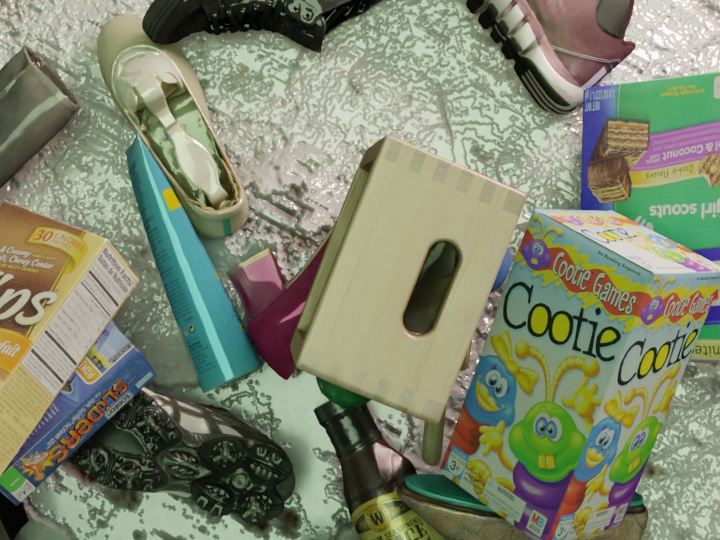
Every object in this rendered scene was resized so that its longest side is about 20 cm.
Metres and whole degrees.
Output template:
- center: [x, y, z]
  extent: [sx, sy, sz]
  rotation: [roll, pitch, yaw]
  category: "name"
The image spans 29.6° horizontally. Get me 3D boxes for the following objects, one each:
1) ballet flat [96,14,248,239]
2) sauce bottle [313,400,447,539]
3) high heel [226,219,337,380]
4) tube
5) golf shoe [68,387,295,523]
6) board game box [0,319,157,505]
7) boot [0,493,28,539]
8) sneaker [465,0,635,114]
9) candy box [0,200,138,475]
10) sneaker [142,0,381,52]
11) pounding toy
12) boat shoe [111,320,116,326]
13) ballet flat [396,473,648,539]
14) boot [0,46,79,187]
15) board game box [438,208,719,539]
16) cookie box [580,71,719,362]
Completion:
- center: [-0.147, -0.118, 1.059]
  extent: [0.069, 0.069, 0.201]
  rotation: [-32, 85, 2]
  category: "ballet flat"
- center: [0.025, 0.187, 1.031]
  extent: [0.065, 0.066, 0.202]
  rotation: [-29, 85, 2]
  category: "sauce bottle"
- center: [0.000, 0.000, 1.043]
  extent: [0.198, 0.067, 0.097]
  rotation: [-28, 90, 0]
  category: "high heel"
- center: [-0.139, -0.007, 1.053]
  extent: [0.050, 0.077, 0.202]
  rotation: [-23, 89, -23]
  category: "tube"
- center: [-0.143, 0.132, 1.030]
  extent: [0.198, 0.094, 0.079]
  rotation: [25, 95, 4]
  category: "golf shoe"
- center: [-0.255, 0.061, 1.007]
  extent: [0.135, 0.035, 0.200]
  rotation: [-42, 50, -10]
  category: "board game box"
- center: [-0.338, 0.268, 1.051]
  extent: [0.198, 0.069, 0.190]
  rotation: [-18, 103, 10]
  category: "boot"
- center: [0.140, -0.230, 1.049]
  extent: [0.115, 0.076, 0.201]
  rotation: [-35, 96, -4]
  category: "sneaker"
- center: [-0.259, 0.056, 0.952]
  extent: [0.114, 0.055, 0.201]
  rotation: [18, 66, 33]
  category: "candy box"
- center: [-0.063, -0.209, 1.058]
  extent: [0.199, 0.060, 0.105]
  rotation: [-36, 83, -9]
  category: "sneaker"
- center: [0.036, 0.032, 0.944]
  extent: [0.141, 0.184, 0.202]
  rotation: [22, 90, -5]
  category: "pounding toy"
- center: [-0.261, 0.115, 1.057]
  extent: [0.199, 0.072, 0.069]
  rotation: [-37, 85, -8]
  category: "boat shoe"
- center: [0.120, 0.194, 1.007]
  extent: [0.197, 0.068, 0.068]
  rotation: [6, 100, -12]
  category: "ballet flat"
- center: [-0.292, -0.062, 1.038]
  extent: [0.199, 0.073, 0.182]
  rotation: [-36, 50, -1]
  category: "boot"
- center: [0.151, 0.071, 0.940]
  extent: [0.103, 0.104, 0.202]
  rotation: [31, 111, 37]
  category: "board game box"
- center: [0.245, -0.035, 0.982]
  extent: [0.170, 0.075, 0.203]
  rotation: [-1, 86, 41]
  category: "cookie box"
